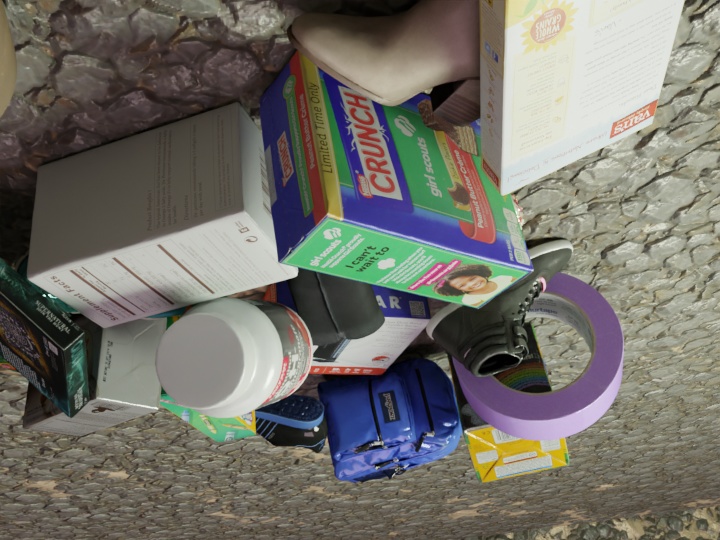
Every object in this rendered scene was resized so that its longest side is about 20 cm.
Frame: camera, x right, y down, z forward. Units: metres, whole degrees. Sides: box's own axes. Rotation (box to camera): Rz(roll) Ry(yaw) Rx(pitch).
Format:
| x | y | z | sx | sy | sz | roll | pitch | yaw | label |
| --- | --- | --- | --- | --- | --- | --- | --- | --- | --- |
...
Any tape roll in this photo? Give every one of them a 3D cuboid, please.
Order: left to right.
| x | y | z | sx | sy | sz | roll | pitch | yaw | label |
| --- | --- | --- | --- | --- | --- | --- | --- | --- | --- |
| 0.213 | 0.100 | 0.959 | 0.200 | 0.200 | 0.066 | -13 | 146 | 9 | tape roll |

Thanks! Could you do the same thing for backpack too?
| x | y | z | sx | sy | sz | roll | pitch | yaw | label |
| --- | --- | --- | --- | --- | --- | --- | --- | --- | --- |
| 0.049 | 0.219 | 1.160 | 0.200 | 0.163 | 0.168 | -14 | 165 | 4 | backpack |

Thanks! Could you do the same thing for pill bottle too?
| x | y | z | sx | sy | sz | roll | pitch | yaw | label |
| --- | --- | --- | --- | --- | --- | --- | --- | --- | --- |
| -0.119 | 0.082 | 0.761 | 0.111 | 0.111 | 0.200 | -13 | 175 | 9 | pill bottle |

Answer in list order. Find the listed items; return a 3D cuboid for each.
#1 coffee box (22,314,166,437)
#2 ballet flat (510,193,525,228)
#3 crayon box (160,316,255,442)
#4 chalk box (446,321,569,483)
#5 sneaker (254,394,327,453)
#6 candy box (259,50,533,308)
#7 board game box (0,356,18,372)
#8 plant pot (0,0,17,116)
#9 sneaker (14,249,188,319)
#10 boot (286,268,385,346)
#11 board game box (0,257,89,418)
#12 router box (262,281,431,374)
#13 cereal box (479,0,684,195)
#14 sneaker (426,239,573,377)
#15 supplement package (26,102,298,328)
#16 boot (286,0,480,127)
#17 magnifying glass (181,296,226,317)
| x | y | z | sx | sy | sz | roll | pitch | yaw | label |
| --- | --- | --- | --- | --- | --- | --- | --- | --- | --- |
| -0.317 | 0.122 | 0.937 | 0.080 | 0.114 | 0.200 | 20 | 150 | -39 | coffee box |
| 0.132 | -0.038 | 0.852 | 0.064 | 0.076 | 0.200 | -30 | 166 | -27 | ballet flat |
| -0.195 | 0.133 | 1.007 | 0.058 | 0.119 | 0.200 | -12 | 151 | 9 | crayon box |
| 0.192 | 0.160 | 1.068 | 0.125 | 0.200 | 0.124 | -13 | 131 | 8 | chalk box |
| -0.139 | 0.207 | 1.125 | 0.200 | 0.070 | 0.078 | 13 | 128 | 24 | sneaker |
| 0.027 | -0.071 | 0.641 | 0.200 | 0.169 | 0.077 | 12 | 142 | -31 | candy box |
| -0.464 | 0.068 | 0.905 | 0.200 | 0.023 | 0.105 | 21 | 142 | -32 | board game box |
| -0.284 | -0.144 | 0.442 | 0.200 | 0.200 | 0.175 | -6 | 169 | -4 | plant pot |
| -0.248 | 0.013 | 0.805 | 0.200 | 0.078 | 0.080 | 7 | 180 | -42 | sneaker |
| -0.001 | 0.000 | 0.824 | 0.165 | 0.066 | 0.200 | -1 | 135 | 12 | boot |
| -0.317 | 0.060 | 0.750 | 0.135 | 0.028 | 0.200 | 40 | 149 | 5 | board game box |
| -0.037 | 0.077 | 1.017 | 0.200 | 0.049 | 0.180 | 4 | 149 | -20 | router box |
| 0.153 | -0.152 | 0.556 | 0.144 | 0.040 | 0.200 | -25 | 148 | -8 | cereal box |
| 0.184 | 0.050 | 0.922 | 0.200 | 0.099 | 0.071 | -35 | 148 | -2 | sneaker |
| -0.170 | -0.043 | 0.697 | 0.200 | 0.117 | 0.117 | -14 | 151 | 13 | supplement package |
| 0.067 | -0.182 | 0.570 | 0.200 | 0.070 | 0.146 | 13 | 139 | -35 | boot |
| -0.156 | 0.021 | 0.816 | 0.080 | 0.022 | 0.200 | 13 | 114 | -51 | magnifying glass |
